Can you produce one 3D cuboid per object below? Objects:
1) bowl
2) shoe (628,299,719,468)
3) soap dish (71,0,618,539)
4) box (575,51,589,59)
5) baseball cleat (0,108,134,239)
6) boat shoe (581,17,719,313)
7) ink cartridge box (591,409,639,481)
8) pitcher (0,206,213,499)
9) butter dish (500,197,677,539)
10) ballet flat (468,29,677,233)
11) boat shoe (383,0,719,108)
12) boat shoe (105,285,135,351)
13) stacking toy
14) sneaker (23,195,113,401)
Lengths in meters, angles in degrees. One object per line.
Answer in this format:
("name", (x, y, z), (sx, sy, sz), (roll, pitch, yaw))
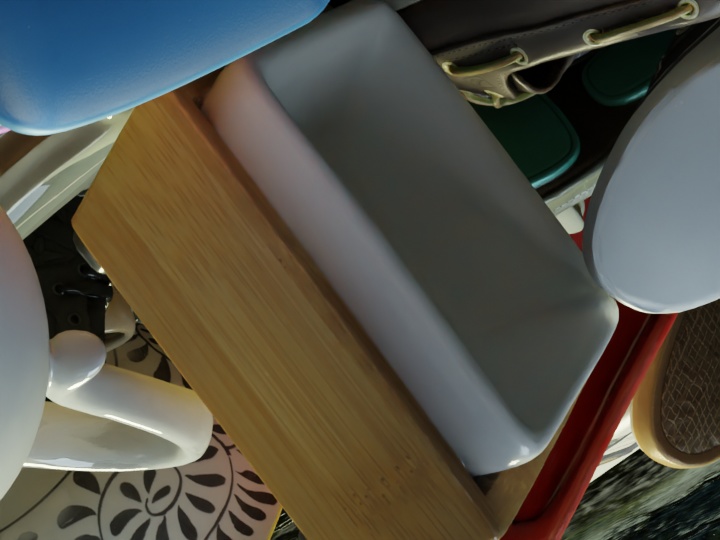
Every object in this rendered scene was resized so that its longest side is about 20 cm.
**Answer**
("bowl", (-0.136, 0.084, 1.018), (0.200, 0.201, 0.094), (-31, 126, 10))
("shoe", (0.159, -0.007, 1.042), (0.053, 0.070, 0.201), (-10, -129, 63))
("soap dish", (0.000, 0.000, 0.774), (0.081, 0.158, 0.200), (-37, -178, 17))
("box", (0.158, -0.138, 0.978), (0.158, 0.050, 0.200), (-37, 162, 29))
("baseball cleat", (-0.114, -0.029, 0.825), (0.200, 0.070, 0.106), (-33, 163, 19))
("boat shoe", (0.138, -0.074, 0.848), (0.200, 0.072, 0.068), (-56, -162, -3))
("ink cartridge box", (0.106, 0.008, 1.170), (0.200, 0.145, 0.084), (-39, 162, 34))
("pitcher", (-0.122, 0.030, 0.692), (0.171, 0.122, 0.200), (-2, 166, -8))
("butter dish", (0.032, 0.000, 1.014), (0.201, 0.147, 0.199), (-61, -158, -1))
("ballet flat", (0.084, -0.046, 0.914), (0.199, 0.067, 0.064), (-29, 133, 0))
("boat shoe", (0.054, -0.089, 0.862), (0.072, 0.060, 0.200), (-33, -172, -41))
("boat shoe", (-0.181, 0.046, 0.952), (0.199, 0.065, 0.072), (-29, 164, 0))
("stacking toy", (-0.103, -0.078, 0.677), (0.109, 0.116, 0.200), (-26, 179, -27))
("sneaker", (-0.109, 0.008, 0.881), (0.199, 0.104, 0.060), (-24, 163, -15))
